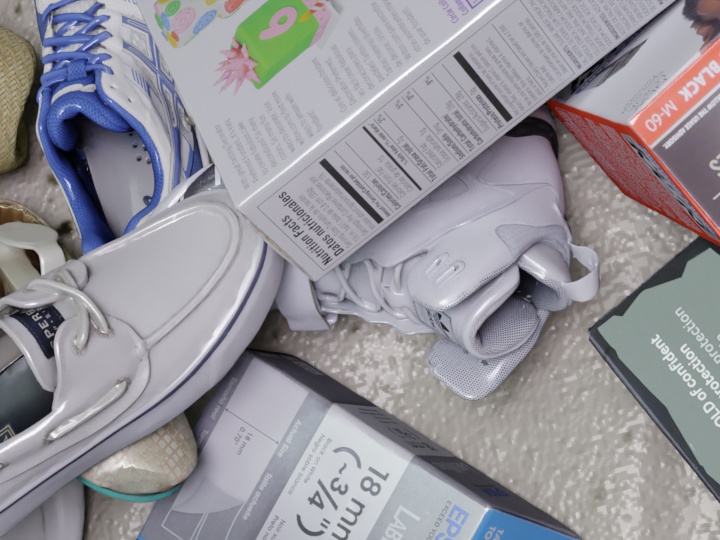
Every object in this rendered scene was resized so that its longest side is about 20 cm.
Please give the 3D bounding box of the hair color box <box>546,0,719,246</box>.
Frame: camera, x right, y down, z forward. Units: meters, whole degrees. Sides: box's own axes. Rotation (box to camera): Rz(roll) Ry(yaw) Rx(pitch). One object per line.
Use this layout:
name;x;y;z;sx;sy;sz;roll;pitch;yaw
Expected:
hair color box;0.137;-0.076;0.648;0.111;0.200;0.064;-42;99;3

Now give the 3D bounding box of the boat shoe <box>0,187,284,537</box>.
boat shoe;-0.117;0.033;0.678;0.199;0.066;0.072;-36;62;-4

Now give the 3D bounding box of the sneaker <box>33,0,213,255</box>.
sneaker;-0.113;-0.084;0.807;0.075;0.088;0.201;-26;73;16

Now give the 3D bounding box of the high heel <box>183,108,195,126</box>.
high heel;0.006;-0.143;0.778;0.199;0.071;0.144;-15;80;4

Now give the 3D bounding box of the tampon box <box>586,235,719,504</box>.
tampon box;0.214;0.021;0.653;0.200;0.126;0.150;-41;72;11

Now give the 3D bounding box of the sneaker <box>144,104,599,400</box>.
sneaker;0.000;0.000;0.726;0.199;0.075;0.115;-20;47;0

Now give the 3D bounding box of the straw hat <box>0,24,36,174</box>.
straw hat;-0.197;-0.083;0.833;0.084;0.201;0.203;-4;78;-23

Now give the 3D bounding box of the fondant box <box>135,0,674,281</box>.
fondant box;0.021;-0.113;0.678;0.200;0.058;0.145;-37;46;8

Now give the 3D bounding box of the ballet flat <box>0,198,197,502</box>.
ballet flat;-0.131;0.027;0.761;0.200;0.067;0.063;38;131;47

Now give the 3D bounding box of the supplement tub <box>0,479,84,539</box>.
supplement tub;-0.242;0.109;0.794;0.199;0.145;0.147;13;87;21

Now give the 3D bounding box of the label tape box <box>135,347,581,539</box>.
label tape box;0.003;0.143;0.745;0.199;0.063;0.145;30;94;21
